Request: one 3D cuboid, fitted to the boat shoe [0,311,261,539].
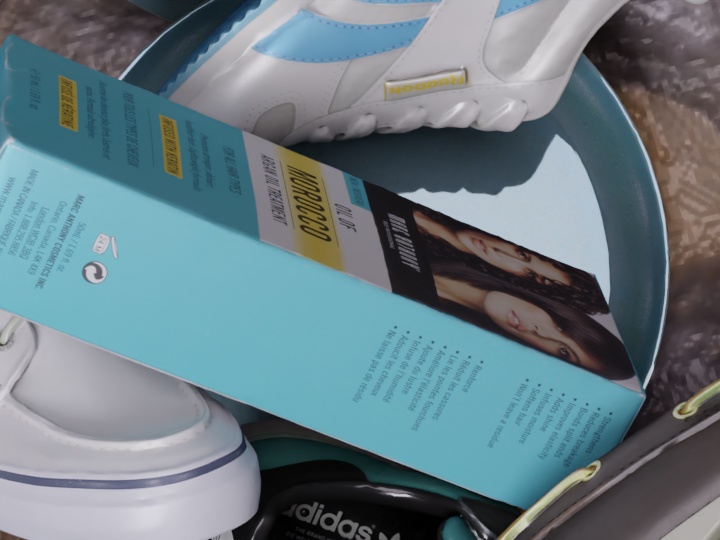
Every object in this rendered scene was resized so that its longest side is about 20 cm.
[{"bbox_3d":[-0.101,0.026,0.769,0.073,0.199,0.067,-19,113,-34],"label":"boat shoe"}]

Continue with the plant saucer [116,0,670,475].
[{"bbox_3d":[0.000,0.000,0.841,0.199,0.027,0.202,0,82,1],"label":"plant saucer"}]

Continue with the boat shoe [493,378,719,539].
[{"bbox_3d":[0.119,0.050,0.715,0.201,0.072,0.061,-34,43,-6],"label":"boat shoe"}]

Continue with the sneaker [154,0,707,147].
[{"bbox_3d":[0.017,-0.072,0.801,0.199,0.077,0.081,-32,100,4],"label":"sneaker"}]

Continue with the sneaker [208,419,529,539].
[{"bbox_3d":[0.045,0.101,0.776,0.199,0.080,0.072,14,100,-9],"label":"sneaker"}]

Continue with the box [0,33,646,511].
[{"bbox_3d":[-0.020,0.003,0.751,0.199,0.082,0.049,22,111,-17],"label":"box"}]

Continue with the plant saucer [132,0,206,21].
[{"bbox_3d":[-0.027,-0.180,0.888,0.199,0.027,0.202,-1,80,3],"label":"plant saucer"}]
